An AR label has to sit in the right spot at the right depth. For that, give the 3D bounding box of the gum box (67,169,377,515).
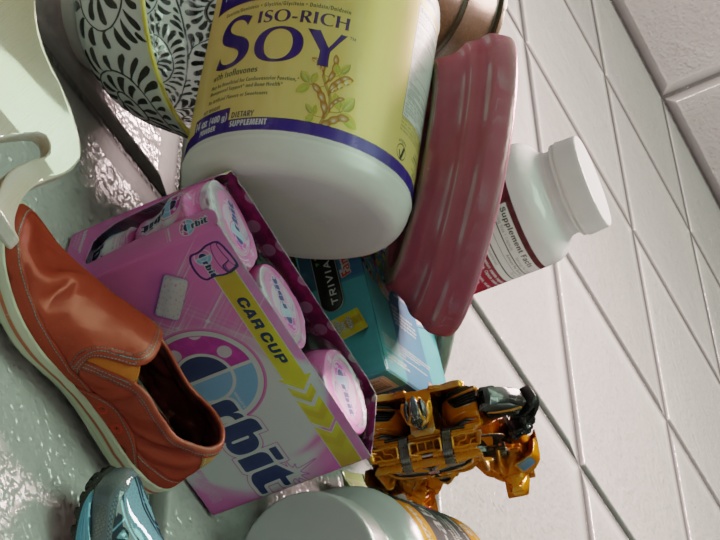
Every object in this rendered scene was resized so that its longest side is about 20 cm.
[{"bbox_3d":[-0.086,0.042,1.142,0.200,0.113,0.066,58,21,-29],"label":"gum box"}]

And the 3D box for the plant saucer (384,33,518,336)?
[{"bbox_3d":[0.055,-0.059,1.240,0.201,0.051,0.201,-169,-90,-84],"label":"plant saucer"}]

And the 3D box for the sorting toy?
[{"bbox_3d":[-0.207,-0.107,0.961,0.180,0.107,0.200,59,20,-18],"label":"sorting toy"}]

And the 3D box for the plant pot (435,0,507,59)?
[{"bbox_3d":[-0.006,-0.261,1.626,0.198,0.200,0.201,25,46,-55],"label":"plant pot"}]

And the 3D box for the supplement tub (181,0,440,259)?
[{"bbox_3d":[-0.027,-0.123,1.196,0.145,0.145,0.201,43,50,-53],"label":"supplement tub"}]

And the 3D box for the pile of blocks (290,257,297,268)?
[{"bbox_3d":[-0.056,-0.025,1.414,0.200,0.062,0.082,17,86,-71],"label":"pile of blocks"}]

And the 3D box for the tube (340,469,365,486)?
[{"bbox_3d":[0.033,0.241,1.378,0.201,0.052,0.058,70,-24,16],"label":"tube"}]

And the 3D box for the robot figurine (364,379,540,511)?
[{"bbox_3d":[0.058,0.120,1.273,0.200,0.144,0.058,46,33,-71],"label":"robot figurine"}]

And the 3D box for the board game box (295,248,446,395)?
[{"bbox_3d":[0.000,0.000,1.311,0.151,0.047,0.201,40,34,-65],"label":"board game box"}]

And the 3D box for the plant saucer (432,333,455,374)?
[{"bbox_3d":[0.023,0.034,1.451,0.050,0.200,0.201,11,45,-15],"label":"plant saucer"}]

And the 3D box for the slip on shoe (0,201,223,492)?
[{"bbox_3d":[-0.142,0.039,1.049,0.200,0.061,0.074,58,23,-26],"label":"slip on shoe"}]

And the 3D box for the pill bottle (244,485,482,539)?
[{"bbox_3d":[0.007,0.203,1.226,0.200,0.116,0.117,31,41,-63],"label":"pill bottle"}]

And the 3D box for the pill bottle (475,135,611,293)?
[{"bbox_3d":[0.113,-0.044,1.670,0.113,0.199,0.113,69,15,0],"label":"pill bottle"}]

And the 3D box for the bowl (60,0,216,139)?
[{"bbox_3d":[-0.135,-0.176,1.246,0.201,0.094,0.202,0,90,-68],"label":"bowl"}]

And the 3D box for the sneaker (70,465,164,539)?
[{"bbox_3d":[-0.083,0.191,1.009,0.201,0.095,0.079,68,17,-1],"label":"sneaker"}]
